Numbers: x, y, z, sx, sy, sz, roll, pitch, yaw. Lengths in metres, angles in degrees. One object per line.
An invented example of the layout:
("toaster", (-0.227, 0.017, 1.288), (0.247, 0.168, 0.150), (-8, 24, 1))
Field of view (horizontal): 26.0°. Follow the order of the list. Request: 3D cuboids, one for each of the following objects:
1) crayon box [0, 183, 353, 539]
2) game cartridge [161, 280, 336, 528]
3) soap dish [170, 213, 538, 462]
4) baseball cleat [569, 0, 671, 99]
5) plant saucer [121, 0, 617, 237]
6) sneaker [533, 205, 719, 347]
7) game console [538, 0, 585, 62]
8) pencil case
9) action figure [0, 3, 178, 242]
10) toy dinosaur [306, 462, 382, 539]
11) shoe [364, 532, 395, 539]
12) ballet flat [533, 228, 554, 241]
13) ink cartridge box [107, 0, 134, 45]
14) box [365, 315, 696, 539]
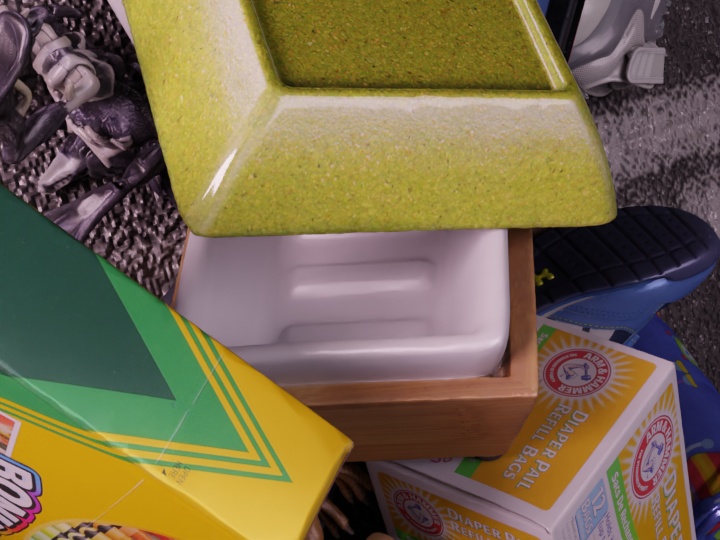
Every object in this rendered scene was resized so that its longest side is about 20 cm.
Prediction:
("crayon box", (-0.121, 0.060, 0.565), (0.172, 0.200, 0.059), (38, 57, -9))
("game cartridge", (-0.083, 0.116, 0.726), (0.133, 0.041, 0.201), (46, 55, -21))
("soap dish", (0.000, 0.000, 0.698), (0.201, 0.155, 0.082), (-85, 169, -49))
("baseball cleat", (0.178, -0.181, 1.007), (0.200, 0.069, 0.107), (-42, 116, -29))
("plant saucer", (0.003, -0.109, 0.664), (0.198, 0.048, 0.201), (-2, 54, -25))
("sneaker", (0.106, 0.035, 0.842), (0.199, 0.074, 0.083), (-28, 122, 1))
("game console", (0.017, -0.141, 0.817), (0.119, 0.171, 0.202), (56, 46, -53))
("pencil case", (0.169, 0.087, 0.860), (0.087, 0.078, 0.201), (37, 17, -40))
("action figure", (-0.143, -0.065, 0.666), (0.119, 0.102, 0.200), (56, 4, 17))
("toy dinosaur", (-0.046, 0.121, 0.695), (0.106, 0.060, 0.201), (-38, 107, -38))
("shoe", (0.017, 0.188, 0.712), (0.201, 0.053, 0.070), (90, 22, -56))
("ballet flat", (0.084, -0.026, 0.888), (0.199, 0.068, 0.063), (1, 52, -44))
("ink cartridge box", (-0.073, -0.196, 0.749), (0.160, 0.050, 0.201), (-28, 87, -36))
("box", (0.090, 0.133, 0.743), (0.113, 0.101, 0.201), (-47, 138, -31))
